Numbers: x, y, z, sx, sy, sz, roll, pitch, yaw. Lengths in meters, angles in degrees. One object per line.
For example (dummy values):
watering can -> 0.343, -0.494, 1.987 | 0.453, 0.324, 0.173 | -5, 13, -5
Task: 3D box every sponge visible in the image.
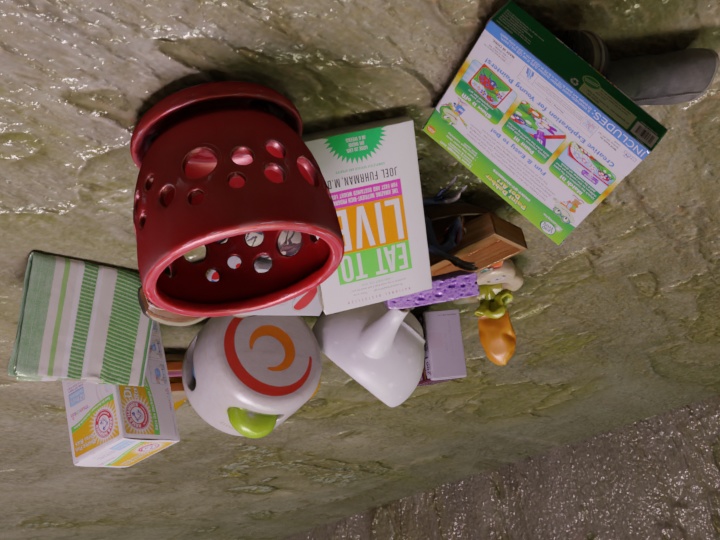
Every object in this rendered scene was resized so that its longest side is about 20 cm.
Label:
sponge -> 0.085, 0.024, 1.377 | 0.111, 0.030, 0.200 | -11, -179, 0

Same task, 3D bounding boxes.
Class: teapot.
teapot -> 0.030, 0.103, 1.674 | 0.146, 0.200, 0.197 | -51, 131, -4

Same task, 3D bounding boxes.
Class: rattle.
rattle -> 0.197, 0.048, 1.658 | 0.129, 0.144, 0.200 | 9, 162, -5

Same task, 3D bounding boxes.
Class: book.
book -> 0.005, -0.063, 1.221 | 0.133, 0.201, 0.048 | -12, -158, -7

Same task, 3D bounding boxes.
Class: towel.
towel -> -0.341, 0.067, 1.367 | 0.023, 0.154, 0.199 | 7, 176, 40

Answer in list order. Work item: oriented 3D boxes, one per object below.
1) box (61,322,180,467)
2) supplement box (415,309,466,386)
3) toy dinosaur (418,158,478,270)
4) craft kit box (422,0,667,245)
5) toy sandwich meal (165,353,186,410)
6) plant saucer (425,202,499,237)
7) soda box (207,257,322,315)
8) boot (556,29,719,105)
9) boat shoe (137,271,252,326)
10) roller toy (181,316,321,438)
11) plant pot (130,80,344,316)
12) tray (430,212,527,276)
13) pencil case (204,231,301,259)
box -> -0.335, 0.157, 1.495 | 0.112, 0.201, 0.101 | -28, 155, 32
supplement box -> 0.109, 0.129, 1.772 | 0.060, 0.110, 0.200 | -5, 171, -13
toy dinosaur -> 0.064, -0.074, 1.346 | 0.199, 0.106, 0.182 | 16, 160, 18
craft kit box -> 0.179, -0.143, 1.111 | 0.049, 0.200, 0.198 | -47, 176, -33
toy sandwich meal -> -0.335, 0.194, 1.764 | 0.204, 0.071, 0.205 | -12, 158, -5
plant saucer -> 0.100, -0.045, 1.497 | 0.199, 0.037, 0.201 | -13, 158, -5
soda box -> -0.108, 0.013, 1.390 | 0.068, 0.064, 0.200 | -60, 155, 13
boot -> 0.290, -0.208, 1.153 | 0.199, 0.073, 0.182 | -2, 176, -13
boat shoe -> -0.196, 0.021, 1.438 | 0.199, 0.076, 0.074 | -6, 154, -41
roller toy -> -0.160, 0.142, 1.596 | 0.200, 0.183, 0.140 | -36, 175, -41
plant pot -> -0.129, -0.075, 1.077 | 0.199, 0.184, 0.201 | -12, 159, -5
tray -> 0.117, -0.015, 1.487 | 0.199, 0.037, 0.098 | -27, 155, 27
pencil case -> -0.106, -0.048, 1.301 | 0.089, 0.078, 0.199 | -16, 162, 38
